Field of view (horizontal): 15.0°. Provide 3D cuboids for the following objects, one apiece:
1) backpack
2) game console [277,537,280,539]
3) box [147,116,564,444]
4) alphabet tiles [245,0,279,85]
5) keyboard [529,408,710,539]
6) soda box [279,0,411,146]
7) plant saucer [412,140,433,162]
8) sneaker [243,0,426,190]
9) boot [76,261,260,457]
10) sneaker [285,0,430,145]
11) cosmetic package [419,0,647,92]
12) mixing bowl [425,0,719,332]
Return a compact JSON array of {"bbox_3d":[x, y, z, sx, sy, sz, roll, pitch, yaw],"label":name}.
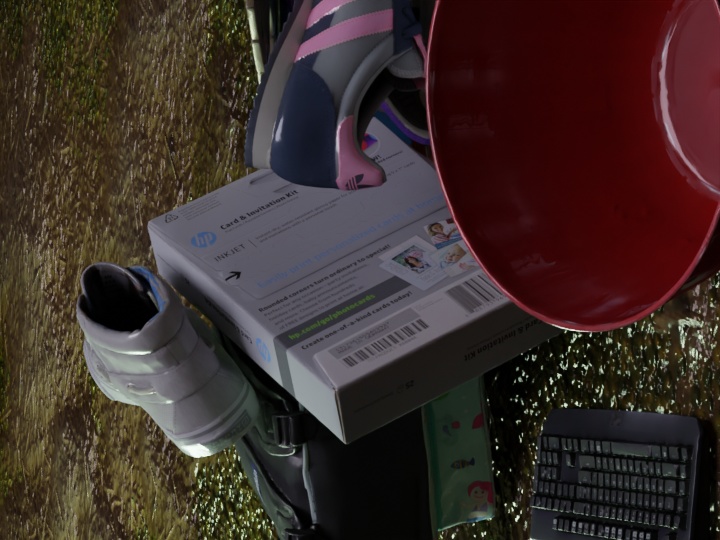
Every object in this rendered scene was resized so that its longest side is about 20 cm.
[{"bbox_3d":[-0.011,0.071,1.587,0.200,0.150,0.178,-141,40,-60],"label":"backpack"},{"bbox_3d":[-0.074,0.239,1.842,0.171,0.118,0.201,-123,38,-58],"label":"game console"},{"bbox_3d":[0.000,0.000,1.483,0.200,0.156,0.041,39,147,45],"label":"box"},{"bbox_3d":[-0.057,-0.192,1.599,0.167,0.008,0.201,83,-175,-62],"label":"alphabet tiles"},{"bbox_3d":[0.128,0.135,1.392,0.200,0.021,0.128,174,96,-72],"label":"keyboard"},{"bbox_3d":[-0.010,-0.161,1.642,0.068,0.064,0.201,141,130,-68],"label":"soda box"},{"bbox_3d":[0.058,-0.105,1.586,0.200,0.032,0.201,180,90,-71],"label":"plant saucer"},{"bbox_3d":[0.008,-0.135,1.445,0.070,0.082,0.201,58,-128,-78],"label":"sneaker"},{"bbox_3d":[-0.123,0.029,1.531,0.096,0.073,0.200,58,167,-26],"label":"boot"},{"bbox_3d":[0.009,-0.139,1.540,0.200,0.080,0.084,58,154,35],"label":"sneaker"},{"bbox_3d":[0.098,-0.147,1.384,0.200,0.085,0.108,180,90,-71],"label":"cosmetic package"},{"bbox_3d":[0.131,-0.077,1.209,0.200,0.108,0.201,11,103,52],"label":"mixing bowl"}]
